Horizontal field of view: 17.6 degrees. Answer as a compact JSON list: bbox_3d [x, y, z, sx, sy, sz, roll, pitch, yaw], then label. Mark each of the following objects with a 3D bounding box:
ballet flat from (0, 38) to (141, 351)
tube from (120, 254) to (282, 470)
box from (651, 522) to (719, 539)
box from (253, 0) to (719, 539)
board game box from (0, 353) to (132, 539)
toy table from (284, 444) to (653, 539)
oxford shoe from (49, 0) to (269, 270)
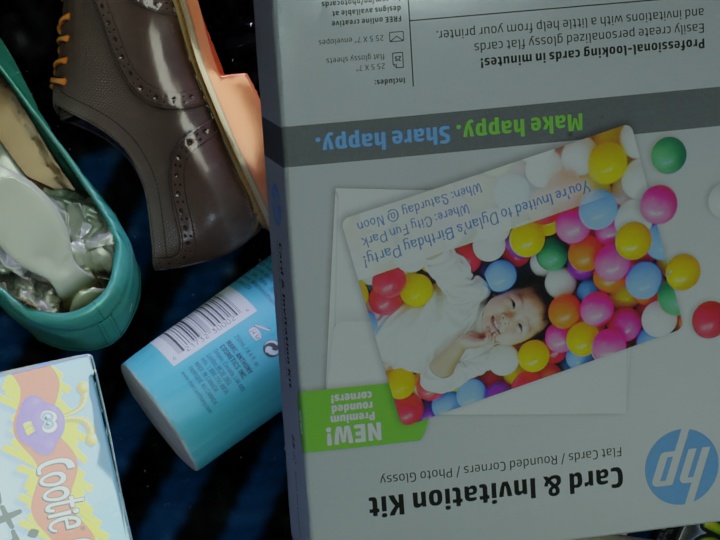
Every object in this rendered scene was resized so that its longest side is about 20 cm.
[{"bbox_3d":[-0.150,-0.056,0.886,0.067,0.070,0.200,-38,92,-11],"label":"ballet flat"},{"bbox_3d":[0.000,0.000,0.915,0.200,0.050,0.077,-36,57,-11],"label":"tube"},{"bbox_3d":[0.168,0.135,0.941,0.110,0.035,0.200,27,81,-6],"label":"box"},{"bbox_3d":[0.048,-0.007,0.788,0.155,0.041,0.201,-5,103,-11],"label":"box"},{"bbox_3d":[-0.137,0.095,0.807,0.103,0.200,0.105,-12,86,-11],"label":"board game box"},{"bbox_3d":[0.052,0.099,0.884,0.183,0.117,0.201,11,82,-9],"label":"toy table"},{"bbox_3d":[-0.095,-0.096,0.902,0.073,0.071,0.200,-27,88,-3],"label":"oxford shoe"}]
